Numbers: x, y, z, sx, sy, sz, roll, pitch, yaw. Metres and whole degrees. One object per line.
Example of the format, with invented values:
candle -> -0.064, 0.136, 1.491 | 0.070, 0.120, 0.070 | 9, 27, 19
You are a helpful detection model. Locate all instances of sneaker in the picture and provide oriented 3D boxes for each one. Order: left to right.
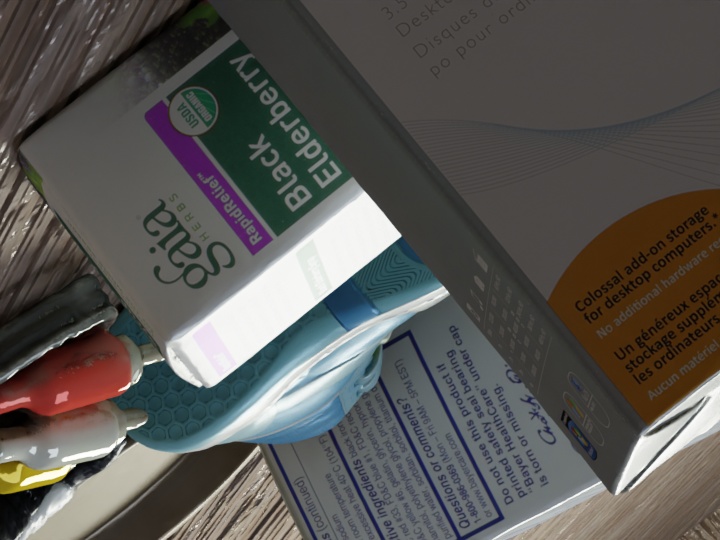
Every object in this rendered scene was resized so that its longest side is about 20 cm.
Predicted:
sneaker -> 0.000, 0.000, 1.013 | 0.199, 0.080, 0.131 | -32, 166, 12

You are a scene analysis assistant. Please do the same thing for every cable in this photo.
cable -> -0.143, 0.060, 0.871 | 0.200, 0.050, 0.097 | -27, 161, -48

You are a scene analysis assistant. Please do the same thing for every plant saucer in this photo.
plant saucer -> -0.112, 0.099, 1.132 | 0.200, 0.030, 0.200 | -37, 166, -11

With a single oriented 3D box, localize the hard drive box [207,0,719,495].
hard drive box -> 0.067, -0.069, 0.693 | 0.156, 0.200, 0.077 | -38, 166, -9

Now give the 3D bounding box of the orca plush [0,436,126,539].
orca plush -> -0.165, 0.109, 0.938 | 0.200, 0.105, 0.071 | -37, 132, -26

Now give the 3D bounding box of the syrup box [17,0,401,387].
syrup box -> -0.001, -0.059, 0.805 | 0.200, 0.079, 0.081 | -38, 167, -6

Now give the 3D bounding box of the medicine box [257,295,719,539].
medicine box -> 0.082, 0.052, 1.145 | 0.199, 0.103, 0.182 | -30, 172, 21
